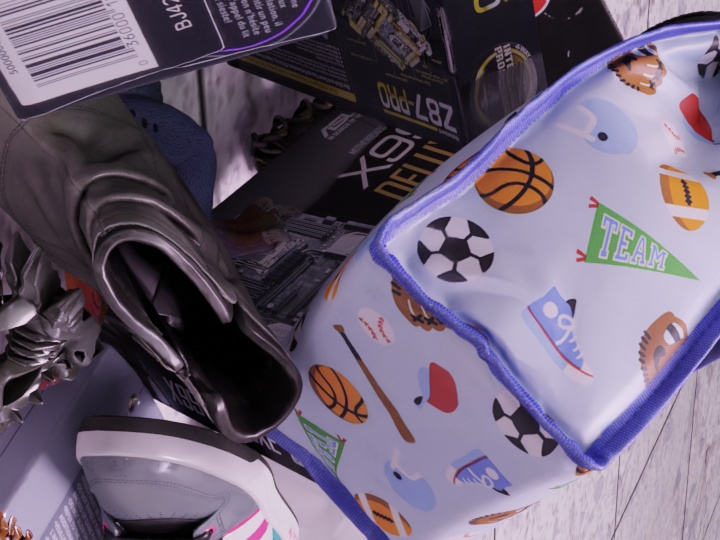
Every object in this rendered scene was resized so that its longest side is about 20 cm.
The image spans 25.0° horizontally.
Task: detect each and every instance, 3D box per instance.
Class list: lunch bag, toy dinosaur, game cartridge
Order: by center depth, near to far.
[{"bbox_3d":[-0.166,0.038,0.546,0.136,0.102,0.200,-46,163,-15],"label":"toy dinosaur"},{"bbox_3d":[0.076,0.002,0.605,0.200,0.124,0.170,-44,180,-31],"label":"lunch bag"},{"bbox_3d":[-0.094,-0.081,0.645,0.200,0.105,0.182,-52,128,-32],"label":"toy dinosaur"},{"bbox_3d":[-0.124,0.131,0.745,0.134,0.040,0.201,-58,151,-38],"label":"game cartridge"}]

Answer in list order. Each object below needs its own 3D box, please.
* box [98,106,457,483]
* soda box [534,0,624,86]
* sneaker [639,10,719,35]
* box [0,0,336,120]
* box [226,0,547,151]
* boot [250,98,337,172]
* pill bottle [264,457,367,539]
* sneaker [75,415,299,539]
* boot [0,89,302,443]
[{"bbox_3d":[0.000,0.000,0.754,0.200,0.157,0.050,-41,134,-29],"label":"box"},{"bbox_3d":[0.068,-0.170,0.833,0.201,0.071,0.063,64,9,7],"label":"soda box"},{"bbox_3d":[0.144,-0.081,0.966,0.074,0.199,0.089,55,29,-9],"label":"sneaker"},{"bbox_3d":[-0.085,-0.167,0.500,0.122,0.105,0.201,70,6,-53],"label":"box"},{"bbox_3d":[-0.010,-0.147,0.669,0.049,0.200,0.162,-25,118,-25],"label":"box"},{"bbox_3d":[0.007,-0.111,0.894,0.174,0.200,0.069,-39,-179,-21],"label":"boot"},{"bbox_3d":[-0.001,0.053,0.923,0.111,0.110,0.201,78,30,-45],"label":"pill bottle"},{"bbox_3d":[-0.081,0.145,0.710,0.200,0.083,0.121,61,34,-61],"label":"sneaker"},{"bbox_3d":[-0.094,-0.034,0.542,0.068,0.131,0.200,-43,125,-1],"label":"boot"}]
